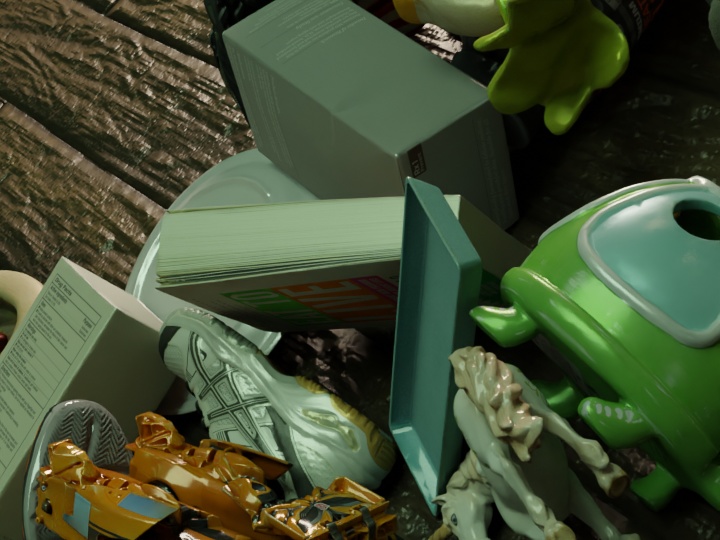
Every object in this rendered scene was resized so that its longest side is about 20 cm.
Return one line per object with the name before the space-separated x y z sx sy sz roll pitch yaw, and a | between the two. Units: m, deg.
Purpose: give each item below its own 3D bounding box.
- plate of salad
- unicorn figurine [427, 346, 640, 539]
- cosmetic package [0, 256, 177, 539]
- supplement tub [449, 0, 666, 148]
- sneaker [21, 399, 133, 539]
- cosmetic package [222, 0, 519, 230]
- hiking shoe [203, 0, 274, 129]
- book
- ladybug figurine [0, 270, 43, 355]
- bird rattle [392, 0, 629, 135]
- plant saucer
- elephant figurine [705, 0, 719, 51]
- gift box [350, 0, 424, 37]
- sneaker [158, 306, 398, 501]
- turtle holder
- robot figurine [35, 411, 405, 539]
plate of salad | -0.094 0.009 1.190 0.199 0.048 0.202 -27 48 34
unicorn figurine | 0.081 0.107 0.861 0.073 0.201 0.137 -27 44 -24
cosmetic package | -0.208 0.105 1.150 0.201 0.073 0.103 -56 37 2
supplement tub | 0.133 -0.175 1.103 0.107 0.107 0.201 20 69 52
sneaker | -0.187 0.179 1.025 0.112 0.077 0.202 -9 80 52
cosmetic package | 0.005 -0.093 1.101 0.090 0.107 0.200 -35 47 -21
hiking shoe | -0.085 -0.178 1.249 0.075 0.202 0.101 -23 27 -22
book | 0.000 0.000 1.007 0.198 0.133 0.049 -5 70 31
ladybug figurine | -0.273 0.070 1.283 0.136 0.072 0.200 -49 36 -9
bird rattle | 0.106 -0.192 1.004 0.162 0.113 0.201 13 64 32
plant saucer | 0.039 0.044 0.914 0.019 0.201 0.070 -14 48 -16
elephant figurine | 0.226 -0.151 0.903 0.154 0.200 0.142 -18 42 30
gift box | 0.033 -0.271 1.211 0.184 0.188 0.200 -35 -8 4
sneaker | -0.071 0.092 1.041 0.199 0.076 0.088 29 81 43
turtle holder | 0.157 0.035 0.835 0.132 0.141 0.185 -45 34 -4
robot figurine | -0.069 0.132 0.915 0.199 0.145 0.059 14 107 33
